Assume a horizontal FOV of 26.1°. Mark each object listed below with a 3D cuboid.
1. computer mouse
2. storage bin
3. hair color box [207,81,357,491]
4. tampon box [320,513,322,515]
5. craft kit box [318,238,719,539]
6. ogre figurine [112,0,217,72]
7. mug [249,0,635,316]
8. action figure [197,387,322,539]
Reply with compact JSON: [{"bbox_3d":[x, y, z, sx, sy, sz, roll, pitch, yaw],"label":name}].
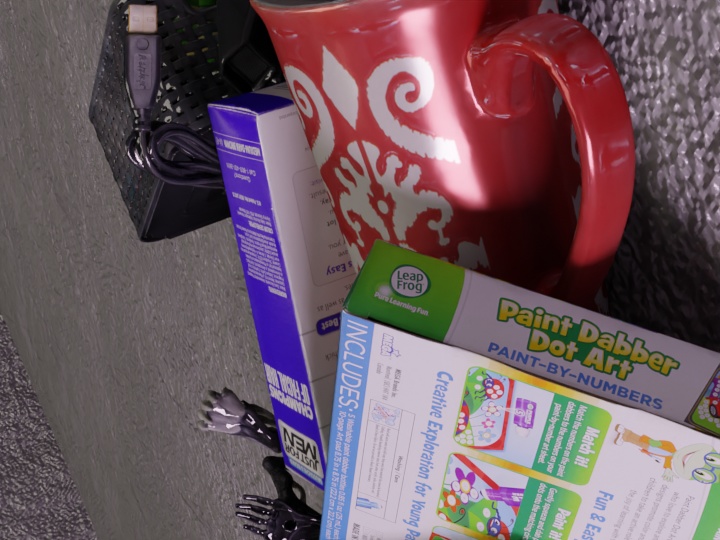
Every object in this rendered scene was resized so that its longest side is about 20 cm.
[{"bbox_3d":[-0.067,-0.133,0.795,0.046,0.140,0.203,11,94,44],"label":"computer mouse"},{"bbox_3d":[-0.081,-0.104,0.943,0.095,0.134,0.200,65,160,11],"label":"storage bin"},{"bbox_3d":[0.000,0.000,0.792,0.065,0.108,0.202,17,122,59],"label":"hair color box"},{"bbox_3d":[0.053,0.243,0.950,0.150,0.125,0.202,8,117,67],"label":"tampon box"},{"bbox_3d":[0.083,0.091,0.671,0.196,0.049,0.201,21,144,10],"label":"craft kit box"},{"bbox_3d":[-0.126,-0.207,0.991,0.097,0.199,0.121,-10,79,32],"label":"ogre figurine"},{"bbox_3d":[0.043,-0.039,0.679,0.178,0.132,0.202,-104,-2,-67],"label":"mug"},{"bbox_3d":[-0.036,0.083,0.993,0.102,0.119,0.200,35,-162,-16],"label":"action figure"}]
